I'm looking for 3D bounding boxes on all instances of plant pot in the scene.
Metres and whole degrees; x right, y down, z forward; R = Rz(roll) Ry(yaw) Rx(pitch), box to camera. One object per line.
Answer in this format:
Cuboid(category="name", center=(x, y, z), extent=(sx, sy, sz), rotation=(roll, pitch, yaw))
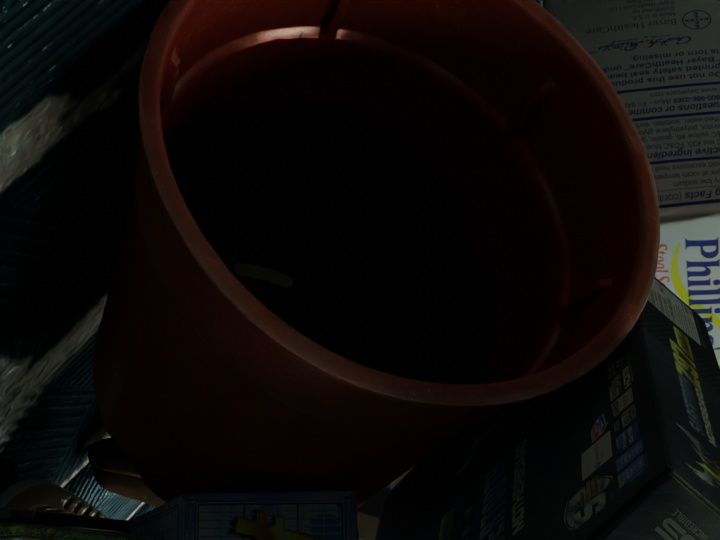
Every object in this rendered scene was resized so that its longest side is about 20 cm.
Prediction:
Cuboid(category="plant pot", center=(-0.015, 0.004, 0.624), extent=(0.201, 0.201, 0.195), rotation=(-42, 173, -37))

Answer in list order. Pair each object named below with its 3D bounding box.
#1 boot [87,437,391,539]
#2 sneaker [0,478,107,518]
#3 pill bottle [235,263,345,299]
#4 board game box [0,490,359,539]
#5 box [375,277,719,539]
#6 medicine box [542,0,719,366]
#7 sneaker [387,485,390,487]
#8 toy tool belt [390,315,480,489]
Cuboid(category="boot", center=(-0.053, 0.138, 0.808), extent=(0.074, 0.199, 0.076), rotation=(-44, 150, -76))
Cuboid(category="sneaker", center=(-0.159, 0.159, 0.828), extent=(0.071, 0.112, 0.201), rotation=(-41, 135, -15))
Cuboid(category="pill bottle", center=(0.000, 0.000, 0.816), extent=(0.200, 0.113, 0.113), rotation=(-49, 168, -15))
Cuboid(category="board game box", center=(-0.099, 0.132, 0.622), extent=(0.199, 0.062, 0.200), rotation=(14, 151, -33))
Cuboid(category="box", center=(0.066, 0.093, 0.568), extent=(0.158, 0.051, 0.200), rotation=(-48, -172, 19))
Cuboid(category="medicine box", center=(0.164, -0.044, 0.874), extent=(0.183, 0.102, 0.201), rotation=(73, 17, -48))
Cuboid(category="sneaker", center=(0.012, 0.096, 0.992), extent=(0.070, 0.199, 0.078), rotation=(-30, 126, -47))
Cuboid(category="toy tool belt", center=(0.096, 0.050, 0.754), extent=(0.125, 0.122, 0.201), rotation=(-87, -165, -57))
